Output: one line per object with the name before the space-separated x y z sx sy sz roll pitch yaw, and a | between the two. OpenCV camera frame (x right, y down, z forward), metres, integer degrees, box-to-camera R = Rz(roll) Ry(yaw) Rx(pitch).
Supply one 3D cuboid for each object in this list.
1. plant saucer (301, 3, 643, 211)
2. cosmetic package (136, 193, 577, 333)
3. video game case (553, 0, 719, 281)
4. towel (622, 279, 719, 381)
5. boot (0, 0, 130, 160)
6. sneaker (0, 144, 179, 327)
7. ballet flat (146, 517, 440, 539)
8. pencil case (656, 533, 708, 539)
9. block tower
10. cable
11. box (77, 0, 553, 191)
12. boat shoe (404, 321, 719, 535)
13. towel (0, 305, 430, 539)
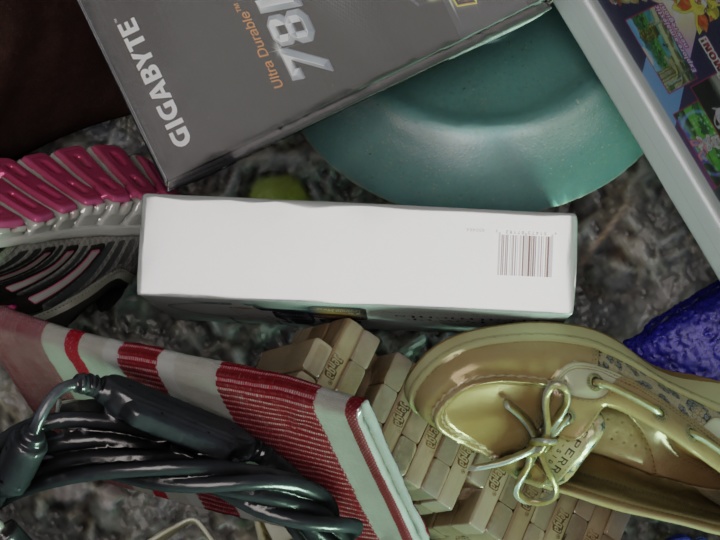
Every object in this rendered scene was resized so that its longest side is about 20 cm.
plant saucer | 0.059 -0.117 1.119 0.199 0.036 0.201 -1 57 2
cosmetic package | 0.000 0.000 1.106 0.199 0.151 0.052 3 86 2
video game case | 0.195 -0.089 1.114 0.182 0.023 0.201 -28 87 -41
towel | 0.240 0.083 1.147 0.147 0.050 0.200 -33 87 -1
boot | -0.175 -0.068 1.145 0.166 0.072 0.201 -10 131 -26
sneaker | -0.173 -0.006 1.106 0.074 0.200 0.088 35 117 30
ballet flat | -0.058 0.147 1.145 0.199 0.067 0.064 -19 76 0
pencil case | 0.191 0.217 1.127 0.087 0.078 0.200 -41 88 5
block tower | 0.040 0.095 1.106 0.200 0.058 0.054 35 66 -21
cable | -0.093 0.133 1.054 0.199 0.051 0.163 24 120 -25
box | -0.041 -0.167 1.055 0.198 0.050 0.201 -25 92 0
boat shoe | 0.115 0.077 1.065 0.199 0.063 0.073 13 132 -23
towel | -0.071 0.075 1.081 0.199 0.144 0.023 12 61 24
